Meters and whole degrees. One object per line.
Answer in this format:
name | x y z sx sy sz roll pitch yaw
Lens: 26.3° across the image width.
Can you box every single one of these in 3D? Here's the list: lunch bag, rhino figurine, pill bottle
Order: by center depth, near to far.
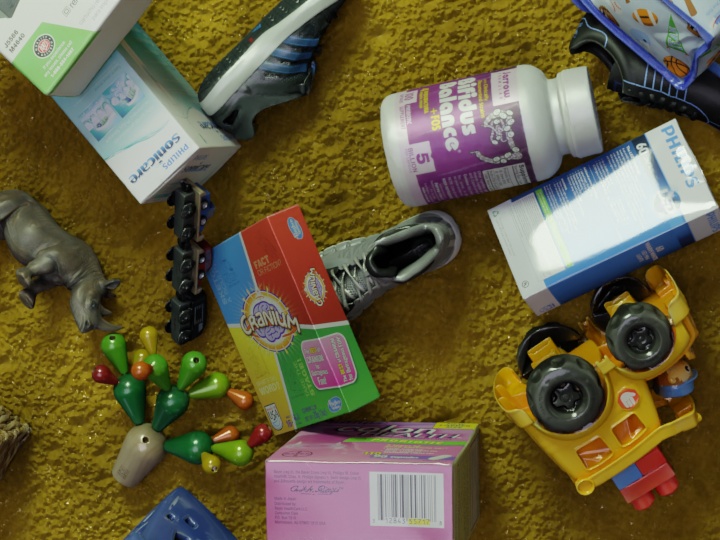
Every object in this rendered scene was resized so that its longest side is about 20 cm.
lunch bag | 0.279 -0.293 1.393 0.200 0.124 0.170 42 72 11
pill bottle | 0.126 -0.133 1.468 0.198 0.112 0.113 -12 92 12
rhino figurine | -0.319 -0.007 1.585 0.200 0.060 0.087 41 57 5

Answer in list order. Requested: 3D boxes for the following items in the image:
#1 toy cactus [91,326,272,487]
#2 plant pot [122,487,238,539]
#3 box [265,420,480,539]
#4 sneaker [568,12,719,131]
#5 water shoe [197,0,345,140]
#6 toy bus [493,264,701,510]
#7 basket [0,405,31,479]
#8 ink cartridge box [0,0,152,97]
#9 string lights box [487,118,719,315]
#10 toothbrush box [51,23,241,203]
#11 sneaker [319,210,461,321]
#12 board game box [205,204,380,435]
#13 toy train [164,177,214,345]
toy cactus | -0.202 0.156 1.575 0.199 0.102 0.166 34 110 -2
plant pot | -0.199 0.366 1.538 0.200 0.180 0.200 44 100 5
box | 0.018 0.208 1.471 0.174 0.200 0.098 0 94 12
sneaker | 0.286 -0.177 1.450 0.200 0.070 0.078 43 88 14
water shoe | -0.071 -0.215 1.535 0.200 0.072 0.079 -40 114 10
toy bus | 0.255 0.122 1.462 0.199 0.136 0.192 -37 100 9
basket | -0.467 0.209 1.598 0.149 0.143 0.201 35 100 6
ink cartridge box | -0.301 -0.278 1.406 0.200 0.084 0.146 41 102 4
string lights box | 0.233 -0.049 1.462 0.199 0.059 0.103 -25 64 12
toothbrush box | -0.226 -0.169 1.519 0.085 0.146 0.200 -42 87 12
sneaker | 0.000 0.000 1.501 0.199 0.115 0.075 -30 88 12
board game box | -0.073 0.053 1.513 0.153 0.040 0.201 -25 88 55
toy train | -0.168 -0.009 1.530 0.034 0.046 0.201 39 139 34
